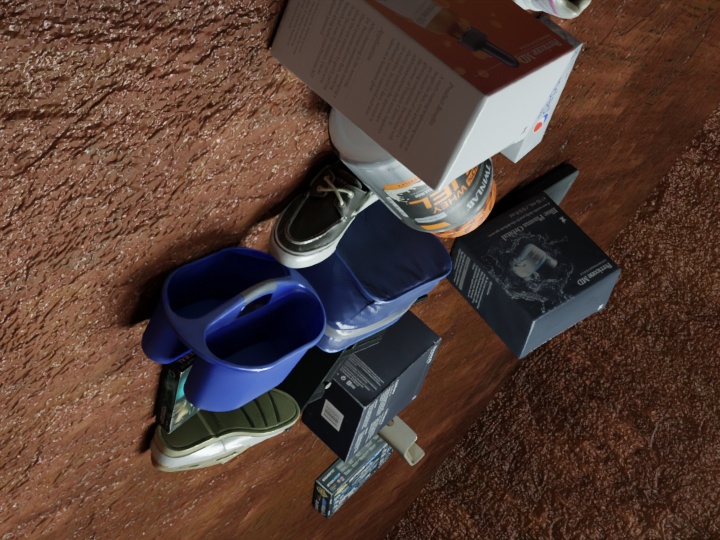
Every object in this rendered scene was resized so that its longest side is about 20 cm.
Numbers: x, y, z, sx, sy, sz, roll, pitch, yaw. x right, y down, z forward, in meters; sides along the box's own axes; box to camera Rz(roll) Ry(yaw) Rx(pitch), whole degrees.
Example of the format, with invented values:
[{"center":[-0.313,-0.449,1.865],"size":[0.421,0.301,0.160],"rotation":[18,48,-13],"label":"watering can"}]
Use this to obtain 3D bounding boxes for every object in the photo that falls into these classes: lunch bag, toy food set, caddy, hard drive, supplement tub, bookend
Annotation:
[{"center":[0.000,0.000,1.453],"size":[0.200,0.136,0.132],"rotation":[-21,163,-49],"label":"lunch bag"},{"center":[0.052,0.269,2.197],"size":[0.060,0.143,0.200],"rotation":[-47,163,-7],"label":"toy food set"},{"center":[-0.124,0.050,1.249],"size":[0.200,0.141,0.105],"rotation":[-27,158,-53],"label":"caddy"},{"center":[0.303,-0.107,2.204],"size":[0.200,0.033,0.140],"rotation":[-31,156,-48],"label":"hard drive"},{"center":[0.061,-0.118,1.285],"size":[0.123,0.123,0.200],"rotation":[-49,143,1],"label":"supplement tub"},{"center":[-0.033,0.094,1.667],"size":[0.200,0.092,0.199],"rotation":[-55,163,21],"label":"bookend"}]

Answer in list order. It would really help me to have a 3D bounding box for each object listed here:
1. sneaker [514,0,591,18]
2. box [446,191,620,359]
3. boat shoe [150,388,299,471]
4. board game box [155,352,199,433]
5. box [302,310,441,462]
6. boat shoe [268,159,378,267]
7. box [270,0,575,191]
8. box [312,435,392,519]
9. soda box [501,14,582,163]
[{"center":[0.213,-0.348,1.288],"size":[0.081,0.088,0.200],"rotation":[-42,147,-23],"label":"sneaker"},{"center":[0.282,0.005,2.035],"size":[0.196,0.200,0.118],"rotation":[-28,152,-25],"label":"box"},{"center":[-0.172,0.199,1.546],"size":[0.200,0.075,0.068],"rotation":[-10,147,-33],"label":"boat shoe"},{"center":[-0.156,0.096,1.465],"size":[0.200,0.028,0.135],"rotation":[-38,159,-35],"label":"board game box"},{"center":[0.015,0.176,1.959],"size":[0.182,0.104,0.200],"rotation":[-38,161,-30],"label":"box"},{"center":[-0.028,-0.082,1.340],"size":[0.200,0.071,0.064],"rotation":[-48,167,-36],"label":"boat shoe"},{"center":[0.053,-0.189,1.062],"size":[0.152,0.200,0.106],"rotation":[-33,157,-46],"label":"box"},{"center":[-0.010,0.400,2.501],"size":[0.200,0.046,0.159],"rotation":[-42,162,-23],"label":"box"},{"center":[0.222,-0.237,1.633],"size":[0.063,0.068,0.200],"rotation":[-41,162,-30],"label":"soda box"}]
